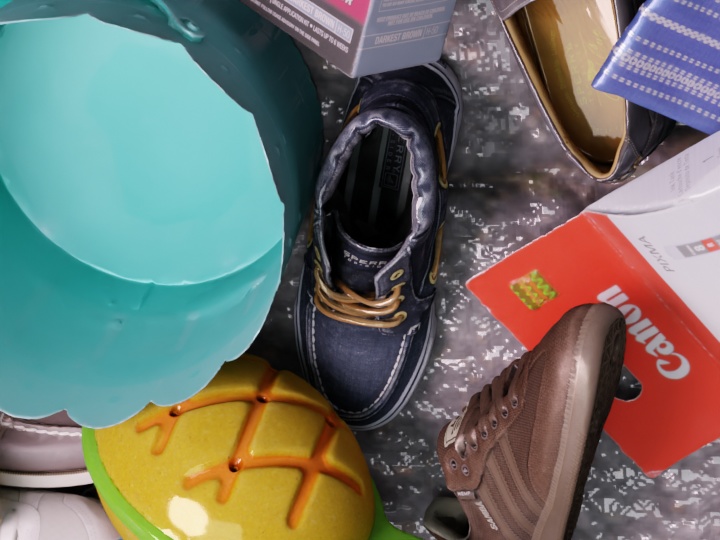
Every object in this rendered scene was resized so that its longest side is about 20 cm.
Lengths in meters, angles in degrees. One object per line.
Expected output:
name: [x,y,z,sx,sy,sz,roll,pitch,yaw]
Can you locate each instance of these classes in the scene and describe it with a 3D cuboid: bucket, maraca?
bucket: [-0.117,-0.045,1.097,0.207,0.135,0.207,4,114,10]
maraca: [-0.045,0.111,1.122,0.200,0.137,0.107,40,131,25]

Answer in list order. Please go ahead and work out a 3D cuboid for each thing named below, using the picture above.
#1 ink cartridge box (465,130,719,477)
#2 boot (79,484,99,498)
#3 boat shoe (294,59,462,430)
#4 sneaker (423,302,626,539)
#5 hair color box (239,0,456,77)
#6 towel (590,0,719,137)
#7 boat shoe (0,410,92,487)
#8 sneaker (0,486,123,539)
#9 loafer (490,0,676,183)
ink cartridge box: [0.173,0.019,1.082,0.200,0.050,0.162,-32,121,22]
boot: [-0.090,0.144,1.210,0.200,0.074,0.096,-25,113,23]
boat shoe: [0.000,0.000,1.115,0.071,0.091,0.200,12,116,7]
sneaker: [0.072,0.085,1.124,0.075,0.070,0.200,19,137,10]
hair color box: [0.006,-0.195,1.016,0.099,0.061,0.200,36,124,34]
towel: [0.210,-0.130,1.011,0.145,0.024,0.200,19,121,-30]
boat shoe: [-0.199,0.061,1.202,0.200,0.072,0.060,8,119,15]
sneaker: [-0.201,0.140,1.190,0.200,0.081,0.077,1,77,35]
loafer: [0.088,-0.133,1.046,0.073,0.072,0.200,-21,107,22]
